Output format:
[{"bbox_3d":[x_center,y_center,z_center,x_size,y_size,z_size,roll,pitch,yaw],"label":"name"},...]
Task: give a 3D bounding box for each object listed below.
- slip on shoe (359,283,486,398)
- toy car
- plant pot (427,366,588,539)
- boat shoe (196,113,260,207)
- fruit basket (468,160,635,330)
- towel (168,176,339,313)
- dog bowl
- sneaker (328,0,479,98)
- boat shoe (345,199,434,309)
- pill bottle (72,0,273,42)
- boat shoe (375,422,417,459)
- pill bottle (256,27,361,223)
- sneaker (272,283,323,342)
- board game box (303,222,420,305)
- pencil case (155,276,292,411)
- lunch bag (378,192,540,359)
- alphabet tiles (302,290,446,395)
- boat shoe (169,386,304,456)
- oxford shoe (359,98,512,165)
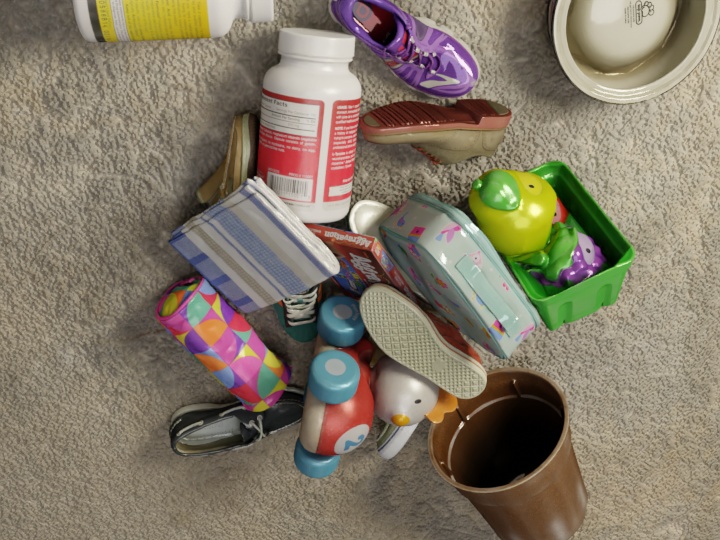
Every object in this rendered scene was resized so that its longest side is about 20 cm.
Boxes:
[{"bbox_3d":[0.076,0.081,1.107,0.199,0.062,0.074,37,118,-21],"label":"slip on shoe"},{"bbox_3d":[0.028,0.159,1.144,0.197,0.178,0.186,10,133,-2],"label":"toy car"},{"bbox_3d":[0.222,0.275,1.270,0.198,0.201,0.199,-27,127,6],"label":"plant pot"},{"bbox_3d":[-0.158,-0.090,1.078,0.075,0.072,0.203,8,116,3],"label":"boat shoe"},{"bbox_3d":[0.210,-0.057,1.069,0.154,0.216,0.218,-23,119,-3],"label":"fruit basket"},{"bbox_3d":[-0.126,-0.023,1.050,0.147,0.024,0.199,45,141,-18],"label":"towel"},{"bbox_3d":[0.302,-0.297,1.035,0.197,0.074,0.203,-4,117,-7],"label":"dog bowl"},{"bbox_3d":[0.049,-0.249,1.015,0.198,0.084,0.081,26,112,-22],"label":"sneaker"},{"bbox_3d":[0.050,-0.017,1.146,0.201,0.060,0.073,39,79,-27],"label":"boat shoe"},{"bbox_3d":[-0.190,-0.295,0.936,0.197,0.112,0.113,-3,119,-6],"label":"pill bottle"},{"bbox_3d":[0.067,0.167,1.250,0.061,0.072,0.202,29,107,3],"label":"boat shoe"},{"bbox_3d":[-0.058,-0.164,1.020,0.110,0.112,0.203,3,109,-11],"label":"pill bottle"},{"bbox_3d":[-0.082,0.017,1.135,0.070,0.080,0.202,-10,122,-3],"label":"sneaker"},{"bbox_3d":[0.000,0.000,1.087,0.102,0.020,0.200,12,161,24],"label":"board game box"},{"bbox_3d":[-0.172,0.094,1.165,0.088,0.089,0.200,-34,120,10],"label":"pencil case"},{"bbox_3d":[0.120,0.007,1.060,0.077,0.160,0.200,-45,115,-9],"label":"lunch bag"},{"bbox_3d":[0.034,0.119,1.251,0.197,0.008,0.169,12,115,-14],"label":"alphabet tiles"},{"bbox_3d":[-0.161,0.212,1.239,0.197,0.061,0.077,-15,119,-1],"label":"boat shoe"},{"bbox_3d":[0.087,-0.153,1.059,0.197,0.071,0.076,-5,125,-25],"label":"oxford shoe"}]
